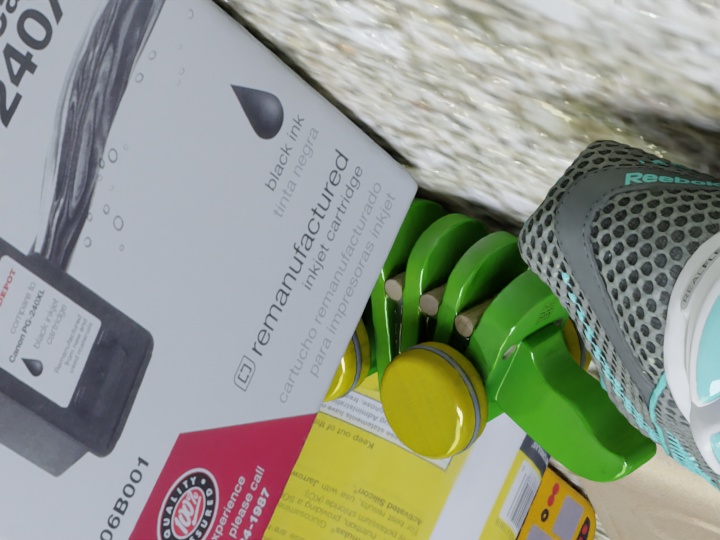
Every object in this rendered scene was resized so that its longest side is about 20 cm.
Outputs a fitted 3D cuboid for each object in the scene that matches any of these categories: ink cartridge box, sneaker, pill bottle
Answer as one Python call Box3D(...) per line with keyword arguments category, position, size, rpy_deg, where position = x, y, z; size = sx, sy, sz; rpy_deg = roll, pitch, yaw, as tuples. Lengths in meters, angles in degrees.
Box3D(category="ink cartridge box", position=(-0.095, -0.011, 0.620), size=(0.083, 0.146, 0.200), rpy_deg=(11, 161, 43))
Box3D(category="sneaker", position=(0.104, 0.027, 0.606), size=(0.091, 0.078, 0.200), rpy_deg=(35, 172, 40))
Box3D(category="pill bottle", position=(-0.020, 0.117, 0.860), size=(0.111, 0.201, 0.112), rpy_deg=(24, 167, 6))

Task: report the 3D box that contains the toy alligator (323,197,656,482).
Box3D(category="toy alligator", position=(0.000, 0.000, 0.713), size=(0.199, 0.059, 0.055), rpy_deg=(25, 125, 36))

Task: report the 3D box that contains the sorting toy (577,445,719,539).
Box3D(category="sorting toy", position=(0.166, 0.107, 0.855), size=(0.184, 0.037, 0.200), rpy_deg=(21, 162, 19))

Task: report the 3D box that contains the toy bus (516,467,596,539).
Box3D(category="toy bus", position=(-0.011, 0.085, 1.022), size=(0.199, 0.065, 0.078), rpy_deg=(15, 165, 38))
